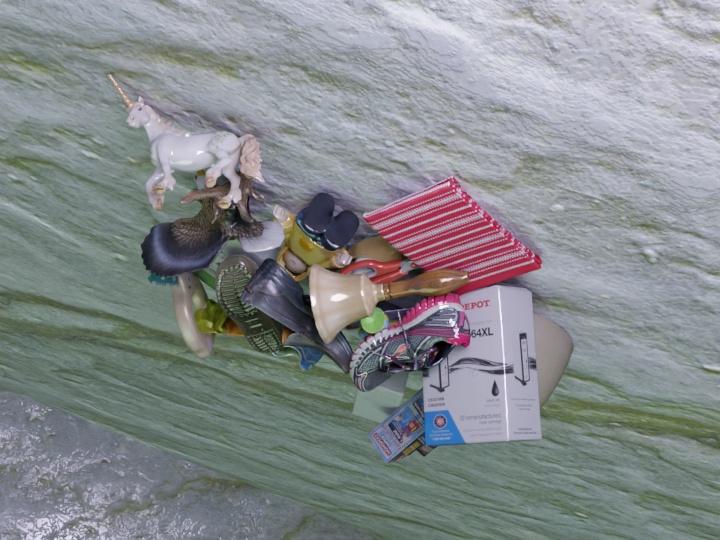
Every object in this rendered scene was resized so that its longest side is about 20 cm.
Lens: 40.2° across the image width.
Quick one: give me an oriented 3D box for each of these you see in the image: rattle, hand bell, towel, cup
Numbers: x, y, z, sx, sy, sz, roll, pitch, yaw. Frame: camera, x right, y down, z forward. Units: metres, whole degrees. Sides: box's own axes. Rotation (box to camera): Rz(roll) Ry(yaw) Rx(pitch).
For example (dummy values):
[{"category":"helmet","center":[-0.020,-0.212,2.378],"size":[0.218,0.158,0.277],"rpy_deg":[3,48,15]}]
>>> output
[{"category":"rattle","center":[-0.235,0.034,1.535],"size":[0.140,0.131,0.203],"rpy_deg":[-3,124,20]},{"category":"hand bell","center":[0.042,0.026,1.263],"size":[0.196,0.106,0.104],"rpy_deg":[-10,150,11]},{"category":"towel","center":[0.117,-0.038,1.221],"size":[0.143,0.023,0.199],"rpy_deg":[-20,136,38]},{"category":"cup","center":[0.203,0.156,1.455],"size":[0.197,0.145,0.201],"rpy_deg":[15,157,7]}]

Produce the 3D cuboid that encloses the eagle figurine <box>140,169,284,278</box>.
[{"category":"eagle figurine","center":[-0.191,-0.069,1.297],"size":[0.149,0.153,0.200],"rpy_deg":[13,149,-22]}]

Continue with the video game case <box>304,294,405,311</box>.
[{"category":"video game case","center":[-0.020,0.064,1.489],"size":[0.178,0.026,0.199],"rpy_deg":[0,168,29]}]

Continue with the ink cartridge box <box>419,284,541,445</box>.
[{"category":"ink cartridge box","center":[0.159,0.131,1.332],"size":[0.145,0.204,0.083],"rpy_deg":[-13,165,43]}]

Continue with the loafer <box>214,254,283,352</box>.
[{"category":"loafer","center":[-0.168,0.043,1.501],"size":[0.074,0.069,0.202],"rpy_deg":[-12,134,7]}]

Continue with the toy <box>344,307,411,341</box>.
[{"category":"toy","center":[0.039,0.097,1.419],"size":[0.113,0.048,0.200],"rpy_deg":[-8,162,12]}]

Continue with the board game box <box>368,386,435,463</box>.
[{"category":"board game box","center":[0.116,0.250,1.667],"size":[0.062,0.199,0.200],"rpy_deg":[53,179,22]}]

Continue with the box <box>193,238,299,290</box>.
[{"category":"box","center":[-0.203,-0.018,1.523],"size":[0.198,0.037,0.144],"rpy_deg":[-5,147,41]}]

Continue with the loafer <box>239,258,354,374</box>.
[{"category":"loafer","center":[-0.083,0.077,1.364],"size":[0.200,0.072,0.073],"rpy_deg":[47,171,-10]}]

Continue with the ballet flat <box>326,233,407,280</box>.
[{"category":"ballet flat","center":[0.000,0.000,1.371],"size":[0.068,0.064,0.199],"rpy_deg":[32,153,-24]}]

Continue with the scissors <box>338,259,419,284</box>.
[{"category":"scissors","center":[0.057,-0.009,1.295],"size":[0.198,0.014,0.073],"rpy_deg":[-26,126,31]}]

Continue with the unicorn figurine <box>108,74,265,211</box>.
[{"category":"unicorn figurine","center":[-0.213,-0.141,1.176],"size":[0.196,0.139,0.074],"rpy_deg":[9,143,-12]}]

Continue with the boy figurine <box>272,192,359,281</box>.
[{"category":"boy figurine","center":[-0.071,-0.042,1.324],"size":[0.124,0.065,0.200],"rpy_deg":[36,155,-8]}]

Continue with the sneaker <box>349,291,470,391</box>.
[{"category":"sneaker","center":[0.061,0.108,1.315],"size":[0.080,0.076,0.199],"rpy_deg":[9,140,-46]}]

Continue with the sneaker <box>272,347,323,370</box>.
[{"category":"sneaker","center":[-0.142,0.093,1.642],"size":[0.198,0.078,0.076],"rpy_deg":[27,162,21]}]

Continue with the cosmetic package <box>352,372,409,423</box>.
[{"category":"cosmetic package","center":[0.041,0.178,1.667],"size":[0.080,0.114,0.201],"rpy_deg":[17,158,5]}]
